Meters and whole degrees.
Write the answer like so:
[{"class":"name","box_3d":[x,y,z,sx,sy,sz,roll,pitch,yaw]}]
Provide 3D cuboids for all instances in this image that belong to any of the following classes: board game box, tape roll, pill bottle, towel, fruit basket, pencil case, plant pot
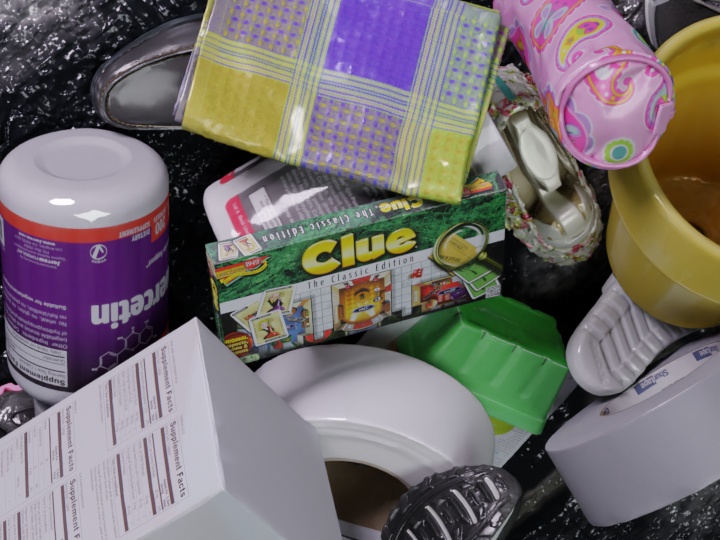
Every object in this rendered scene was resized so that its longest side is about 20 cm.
[{"class":"board game box","box_3d":[0.000,0.000,1.083,0.199,0.024,0.105,-15,136,-10]},{"class":"tape roll","box_3d":[0.000,0.145,1.227,0.201,0.071,0.203,7,138,6]},{"class":"pill bottle","box_3d":[-0.185,0.014,1.107,0.112,0.113,0.201,-7,122,-17]},{"class":"pill bottle","box_3d":[0.002,-0.057,1.125,0.199,0.111,0.111,-30,126,7]},{"class":"towel","box_3d":[-0.012,-0.131,1.056,0.199,0.023,0.145,18,74,-3]},{"class":"fruit basket","box_3d":[0.060,0.097,1.283,0.184,0.094,0.200,22,130,-24]},{"class":"tape roll","box_3d":[0.236,0.106,1.192,0.200,0.200,0.066,-32,89,0]},{"class":"pencil case","box_3d":[0.146,-0.147,1.086,0.087,0.200,0.088,-4,121,-6]},{"class":"plant pot","box_3d":[0.262,-0.052,1.182,0.199,0.202,0.189,-12,160,-14]}]

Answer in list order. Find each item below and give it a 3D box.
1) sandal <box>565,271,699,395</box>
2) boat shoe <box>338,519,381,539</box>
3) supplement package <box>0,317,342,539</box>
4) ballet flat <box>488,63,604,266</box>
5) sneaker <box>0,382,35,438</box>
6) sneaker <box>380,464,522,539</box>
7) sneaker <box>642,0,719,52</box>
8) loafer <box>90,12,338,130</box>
[{"class":"sandal","box_3d":[0.221,0.028,1.286,0.202,0.050,0.083,-32,93,-36]},{"class":"boat shoe","box_3d":[-0.036,0.217,1.213,0.199,0.066,0.072,29,137,-18]},{"class":"supplement package","box_3d":[-0.135,0.169,1.067,0.199,0.151,0.152,-31,131,14]},{"class":"ballet flat","box_3d":[0.134,-0.064,1.214,0.075,0.064,0.200,-37,126,-1]},{"class":"sneaker","box_3d":[-0.202,0.134,1.186,0.198,0.096,0.080,-2,122,-18]},{"class":"sneaker","box_3d":[0.050,0.214,1.170,0.079,0.074,0.200,14,122,-45]},{"class":"sneaker","box_3d":[0.263,-0.218,1.139,0.074,0.116,0.201,0,119,-21]},{"class":"loafer","box_3d":[-0.078,-0.129,1.085,0.199,0.072,0.073,-16,126,-11]}]
